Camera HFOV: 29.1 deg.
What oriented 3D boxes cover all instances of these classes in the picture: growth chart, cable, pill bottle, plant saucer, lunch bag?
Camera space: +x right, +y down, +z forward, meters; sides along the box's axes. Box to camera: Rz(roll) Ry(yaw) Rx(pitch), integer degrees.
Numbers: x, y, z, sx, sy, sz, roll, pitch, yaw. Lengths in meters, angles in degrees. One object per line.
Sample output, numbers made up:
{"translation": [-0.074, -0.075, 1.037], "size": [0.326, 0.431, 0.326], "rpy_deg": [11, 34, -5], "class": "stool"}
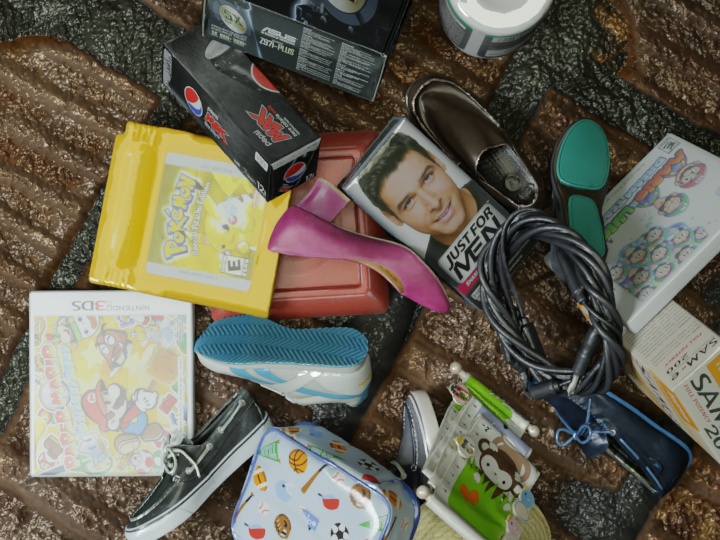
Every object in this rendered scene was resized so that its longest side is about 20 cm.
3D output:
{"translation": [0.130, 0.205, 1.451], "size": [0.144, 0.201, 0.018], "rpy_deg": [34, 134, -11], "class": "growth chart"}
{"translation": [0.192, 0.034, 1.406], "size": [0.050, 0.162, 0.203], "rpy_deg": [-17, 96, -38], "class": "cable"}
{"translation": [0.136, -0.282, 1.429], "size": [0.111, 0.200, 0.115], "rpy_deg": [0, 89, 0], "class": "pill bottle"}
{"translation": [-0.071, -0.049, 1.508], "size": [0.196, 0.037, 0.203], "rpy_deg": [-3, 90, 0], "class": "plant saucer"}
{"translation": [-0.042, 0.260, 1.444], "size": [0.199, 0.075, 0.162], "rpy_deg": [28, 107, 33], "class": "lunch bag"}

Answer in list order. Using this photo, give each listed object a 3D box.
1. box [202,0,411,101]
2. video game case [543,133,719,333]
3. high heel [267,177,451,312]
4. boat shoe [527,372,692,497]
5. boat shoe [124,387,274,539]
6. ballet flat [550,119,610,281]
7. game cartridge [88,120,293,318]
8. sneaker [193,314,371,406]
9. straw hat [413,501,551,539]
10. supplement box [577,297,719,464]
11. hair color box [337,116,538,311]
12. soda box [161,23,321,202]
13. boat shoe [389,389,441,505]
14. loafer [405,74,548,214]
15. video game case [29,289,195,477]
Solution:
{"translation": [-0.046, -0.297, 1.455], "size": [0.198, 0.086, 0.165], "rpy_deg": [21, 62, 0], "class": "box"}
{"translation": [0.305, -0.044, 1.444], "size": [0.200, 0.182, 0.024], "rpy_deg": [-44, 120, 0], "class": "video game case"}
{"translation": [0.000, 0.000, 1.451], "size": [0.200, 0.067, 0.096], "rpy_deg": [42, 75, -10], "class": "high heel"}
{"translation": [0.262, 0.172, 1.481], "size": [0.198, 0.084, 0.069], "rpy_deg": [31, 78, 3], "class": "boat shoe"}
{"translation": [-0.179, 0.204, 1.461], "size": [0.199, 0.073, 0.068], "rpy_deg": [-40, 107, -16], "class": "boat shoe"}
{"translation": [0.228, -0.071, 1.480], "size": [0.072, 0.073, 0.202], "rpy_deg": [7, 53, 0], "class": "ballet flat"}
{"translation": [-0.177, -0.055, 1.475], "size": [0.197, 0.032, 0.179], "rpy_deg": [11, 89, 0], "class": "game cartridge"}
{"translation": [-0.085, 0.103, 1.483], "size": [0.197, 0.081, 0.077], "rpy_deg": [8, 45, 17], "class": "sneaker"}
{"translation": [0.132, 0.322, 1.440], "size": [0.198, 0.085, 0.204], "rpy_deg": [-6, 106, -21], "class": "straw hat"}
{"translation": [0.317, 0.092, 1.409], "size": [0.073, 0.200, 0.126], "rpy_deg": [-39, 120, -1], "class": "supplement box"}
{"translation": [0.082, -0.061, 1.476], "size": [0.200, 0.061, 0.099], "rpy_deg": [41, 89, -12], "class": "hair color box"}
{"translation": [-0.126, -0.169, 1.450], "size": [0.070, 0.064, 0.200], "rpy_deg": [-30, 64, -25], "class": "soda box"}
{"translation": [0.044, 0.234, 1.483], "size": [0.091, 0.075, 0.203], "rpy_deg": [-8, 90, -8], "class": "boat shoe"}
{"translation": [0.131, -0.137, 1.491], "size": [0.200, 0.071, 0.073], "rpy_deg": [43, 89, 0], "class": "loafer"}
{"translation": [-0.270, 0.122, 1.511], "size": [0.179, 0.023, 0.203], "rpy_deg": [-1, 90, 0], "class": "video game case"}
